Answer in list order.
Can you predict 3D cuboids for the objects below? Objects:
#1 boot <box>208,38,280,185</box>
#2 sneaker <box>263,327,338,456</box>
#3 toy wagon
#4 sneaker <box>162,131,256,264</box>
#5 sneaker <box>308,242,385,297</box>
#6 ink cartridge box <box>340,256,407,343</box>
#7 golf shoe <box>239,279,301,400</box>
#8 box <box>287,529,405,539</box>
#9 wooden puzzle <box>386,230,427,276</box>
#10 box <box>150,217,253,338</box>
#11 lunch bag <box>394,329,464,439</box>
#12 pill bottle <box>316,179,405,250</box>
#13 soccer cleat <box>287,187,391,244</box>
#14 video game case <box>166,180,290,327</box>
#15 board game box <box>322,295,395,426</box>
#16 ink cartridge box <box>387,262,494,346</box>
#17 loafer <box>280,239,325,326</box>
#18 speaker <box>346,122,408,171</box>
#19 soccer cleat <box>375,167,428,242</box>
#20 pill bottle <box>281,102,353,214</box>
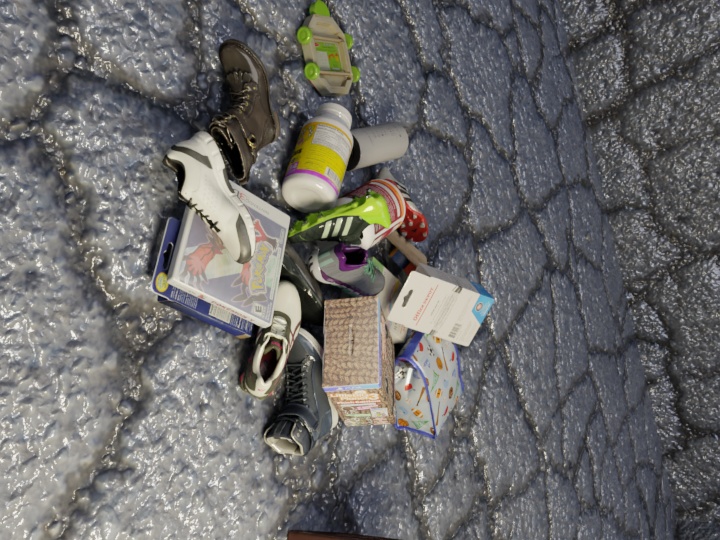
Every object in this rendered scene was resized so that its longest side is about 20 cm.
[{"bbox_3d":[-0.197,-0.259,1.094,0.202,0.068,0.175,67,24,-22],"label":"boot"},{"bbox_3d":[-0.110,0.210,1.139,0.146,0.076,0.205,-35,112,-54],"label":"sneaker"},{"bbox_3d":[-0.070,-0.455,1.371,0.154,0.039,0.203,-18,97,-55],"label":"toy wagon"},{"bbox_3d":[-0.220,-0.096,0.987,0.079,0.073,0.202,-28,91,-35],"label":"sneaker"},{"bbox_3d":[0.000,0.000,1.224,0.199,0.087,0.076,16,57,-50],"label":"sneaker"},{"bbox_3d":[0.045,0.074,1.392,0.200,0.067,0.119,41,52,-42],"label":"ink cartridge box"},{"bbox_3d":[-0.133,0.106,1.093,0.076,0.088,0.203,18,68,-15],"label":"golf shoe"},{"bbox_3d":[-0.005,0.523,1.114,0.163,0.198,0.169,27,62,-48],"label":"box"},{"bbox_3d":[0.135,0.007,1.490,0.185,0.046,0.201,35,14,-45],"label":"wooden puzzle"},{"bbox_3d":[-0.236,0.014,1.042,0.199,0.032,0.123,34,56,-45],"label":"box"},{"bbox_3d":[0.130,0.214,1.427,0.170,0.122,0.203,-50,137,-48],"label":"lunch bag"},{"bbox_3d":[-0.002,-0.099,1.325,0.200,0.112,0.115,-36,111,-52],"label":"pill bottle"},{"bbox_3d":[-0.041,-0.075,1.196,0.068,0.197,0.082,-74,142,-61],"label":"soccer cleat"},{"bbox_3d":[-0.195,-0.037,1.046,0.181,0.023,0.203,30,55,-37],"label":"video game case"},{"bbox_3d":[0.001,0.165,1.205,0.201,0.095,0.162,70,17,-58],"label":"board game box"},{"bbox_3d":[0.149,0.063,1.345,0.198,0.068,0.117,19,109,-25],"label":"ink cartridge box"},{"bbox_3d":[-0.106,0.014,1.193,0.201,0.072,0.073,57,39,-31],"label":"loafer"},{"bbox_3d":[0.020,-0.261,1.419,0.199,0.080,0.082,-27,104,-53],"label":"speaker"},{"bbox_3d":[0.093,-0.143,1.507,0.200,0.068,0.086,48,29,-36],"label":"soccer cleat"},{"bbox_3d":[-0.073,-0.211,1.258,0.104,0.103,0.202,44,49,-40],"label":"pill bottle"}]
